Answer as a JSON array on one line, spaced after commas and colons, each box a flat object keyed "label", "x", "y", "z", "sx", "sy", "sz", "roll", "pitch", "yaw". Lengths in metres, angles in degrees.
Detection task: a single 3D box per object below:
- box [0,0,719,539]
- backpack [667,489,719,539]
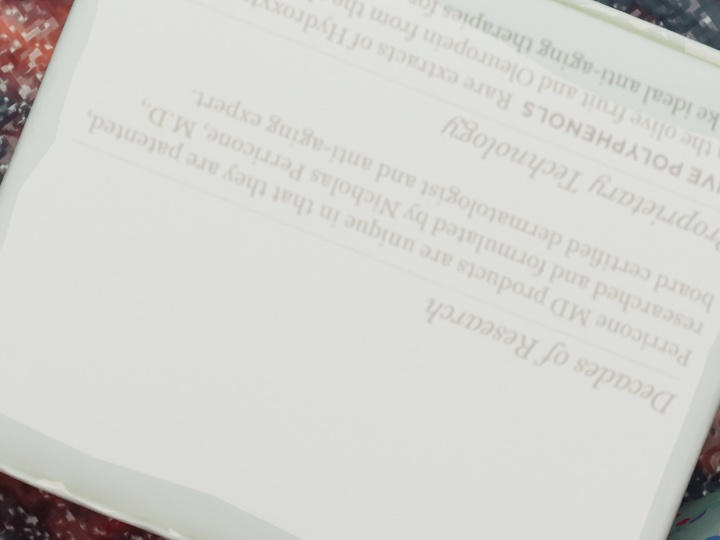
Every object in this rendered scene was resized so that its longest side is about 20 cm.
[{"label": "box", "x": 0.000, "y": 0.000, "z": 0.787, "sx": 0.200, "sy": 0.199, "sz": 0.171, "roll": 21, "pitch": 89, "yaw": -2}, {"label": "backpack", "x": 0.145, "y": 0.133, "z": 0.795, "sx": 0.200, "sy": 0.178, "sz": 0.151, "roll": -25, "pitch": 95, "yaw": -18}]
